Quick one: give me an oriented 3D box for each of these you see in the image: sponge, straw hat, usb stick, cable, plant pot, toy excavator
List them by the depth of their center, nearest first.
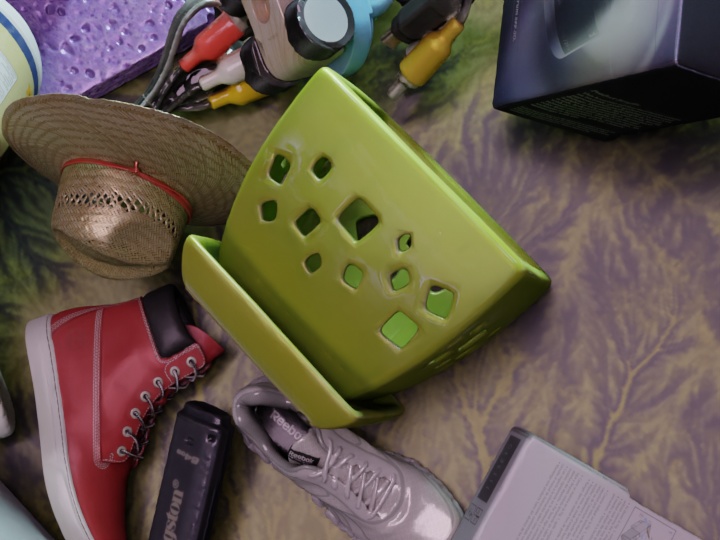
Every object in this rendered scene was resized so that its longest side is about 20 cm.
[{"bbox_3d":[0.000,0.000,1.090,0.182,0.200,0.199,-45,79,6],"label":"plant pot"},{"bbox_3d":[-0.173,-0.041,1.111,0.198,0.202,0.086,9,66,9],"label":"straw hat"},{"bbox_3d":[0.084,-0.207,1.120,0.199,0.050,0.098,-31,38,39],"label":"cable"},{"bbox_3d":[-0.133,0.198,1.135,0.055,0.032,0.203,19,97,47],"label":"usb stick"},{"bbox_3d":[-0.012,-0.245,1.158,0.198,0.100,0.197,-18,85,-34],"label":"toy excavator"},{"bbox_3d":[-0.144,-0.134,1.186,0.199,0.050,0.097,-39,123,-3],"label":"cable"},{"bbox_3d":[-0.181,-0.216,1.227,0.198,0.030,0.112,-28,78,5],"label":"sponge"}]

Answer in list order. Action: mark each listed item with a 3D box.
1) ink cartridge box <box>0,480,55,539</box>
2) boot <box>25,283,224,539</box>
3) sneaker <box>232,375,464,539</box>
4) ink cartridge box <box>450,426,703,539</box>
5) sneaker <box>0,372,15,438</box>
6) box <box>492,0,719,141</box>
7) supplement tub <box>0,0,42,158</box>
[{"bbox_3d":[-0.332,0.242,1.103,0.147,0.145,0.201,34,88,35],"label":"ink cartridge box"},{"bbox_3d":[-0.164,0.116,1.158,0.142,0.072,0.202,-13,77,4],"label":"boot"},{"bbox_3d":[-0.014,0.147,1.126,0.199,0.081,0.076,32,85,10],"label":"sneaker"},{"bbox_3d":[0.137,0.241,1.108,0.172,0.044,0.201,30,87,-15],"label":"ink cartridge box"},{"bbox_3d":[-0.346,0.046,1.188,0.110,0.077,0.202,-18,86,-4],"label":"sneaker"},{"bbox_3d":[0.201,-0.210,1.071,0.122,0.198,0.203,11,81,-31],"label":"box"},{"bbox_3d":[-0.332,-0.110,1.134,0.143,0.146,0.201,10,44,9],"label":"supplement tub"}]
